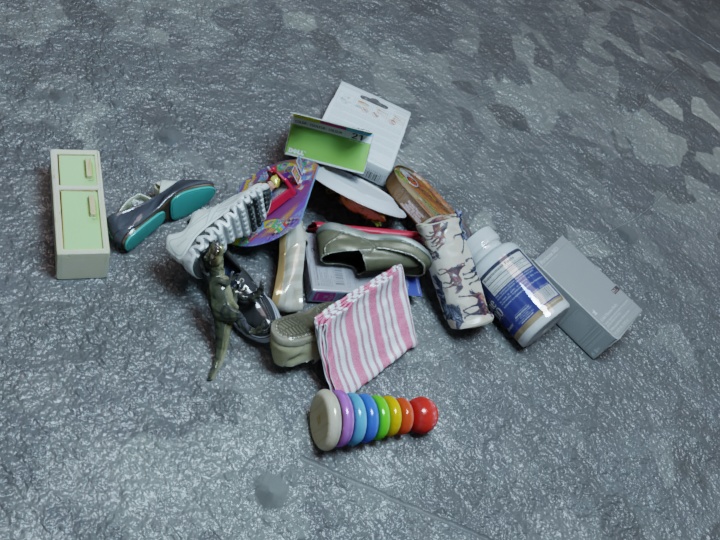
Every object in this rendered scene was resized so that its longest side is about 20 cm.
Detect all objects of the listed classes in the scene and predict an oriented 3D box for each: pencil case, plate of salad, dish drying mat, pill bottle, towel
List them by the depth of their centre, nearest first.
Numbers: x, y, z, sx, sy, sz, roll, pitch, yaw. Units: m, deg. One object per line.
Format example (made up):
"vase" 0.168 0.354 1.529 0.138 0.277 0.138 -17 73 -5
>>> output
"towel" 0.015 0.097 1.228 0.030 0.148 0.199 12 33 44
"pencil case" 0.162 0.003 1.342 0.089 0.078 0.203 -20 93 -31
"dish drying mat" 0.012 -0.067 1.374 0.197 0.077 0.018 6 90 -17
"pill bottle" 0.260 0.024 1.392 0.110 0.111 0.201 -26 68 -35
"plate of salad" -0.012 -0.130 1.398 0.198 0.049 0.200 24 14 -6

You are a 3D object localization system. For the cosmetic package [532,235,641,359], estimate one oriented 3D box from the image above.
"cosmetic package" 0.394 0.047 1.449 0.200 0.090 0.107 46 54 10

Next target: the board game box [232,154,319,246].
"board game box" -0.158 -0.127 1.315 0.156 0.039 0.202 -8 46 25

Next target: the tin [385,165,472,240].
"tin" 0.123 -0.111 1.459 0.201 0.042 0.112 50 23 17

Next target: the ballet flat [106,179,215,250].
"ballet flat" -0.323 -0.107 1.277 0.073 0.073 0.200 42 53 12

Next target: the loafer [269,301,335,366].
"loafer" -0.067 0.100 1.231 0.198 0.069 0.076 -5 40 -45

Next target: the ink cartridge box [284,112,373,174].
"ink cartridge box" -0.055 -0.217 1.368 0.146 0.077 0.200 14 9 -2

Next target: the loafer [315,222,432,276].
"loafer" 0.019 -0.019 1.305 0.197 0.076 0.070 11 54 -1

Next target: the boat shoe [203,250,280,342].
"boat shoe" -0.193 0.024 1.218 0.070 0.066 0.201 -35 68 -4

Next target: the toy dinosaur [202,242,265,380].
"toy dinosaur" -0.183 0.057 1.160 0.087 0.047 0.203 -2 98 -8

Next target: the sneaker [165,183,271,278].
"sneaker" -0.212 -0.076 1.213 0.080 0.076 0.200 26 51 24

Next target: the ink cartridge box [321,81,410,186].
"ink cartridge box" 0.002 -0.270 1.552 0.158 0.048 0.201 23 46 -4

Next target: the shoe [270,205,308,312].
"shoe" -0.111 -0.021 1.300 0.053 0.070 0.203 8 61 -6

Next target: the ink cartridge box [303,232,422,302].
"ink cartridge box" 0.000 0.000 1.349 0.197 0.042 0.121 3 53 -18

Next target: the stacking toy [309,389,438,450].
"stacking toy" 0.029 0.215 1.178 0.197 0.086 0.086 1 54 -26

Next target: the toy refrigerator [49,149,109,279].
"toy refrigerator" -0.430 -0.090 1.218 0.075 0.070 0.202 -1 55 -23
